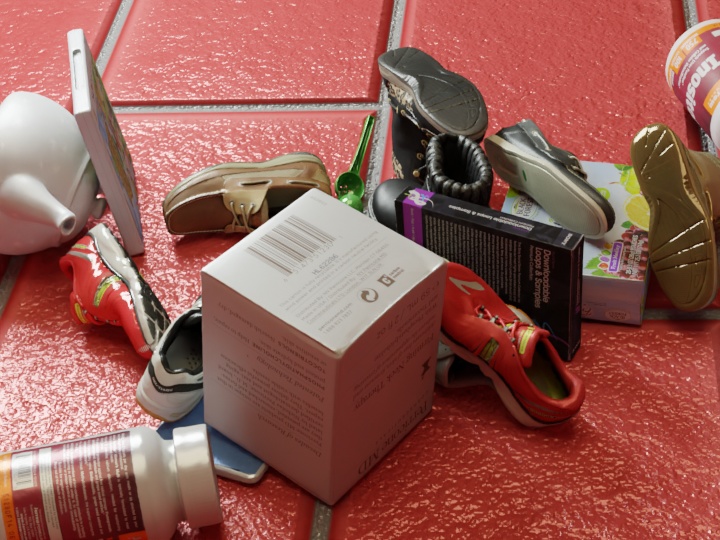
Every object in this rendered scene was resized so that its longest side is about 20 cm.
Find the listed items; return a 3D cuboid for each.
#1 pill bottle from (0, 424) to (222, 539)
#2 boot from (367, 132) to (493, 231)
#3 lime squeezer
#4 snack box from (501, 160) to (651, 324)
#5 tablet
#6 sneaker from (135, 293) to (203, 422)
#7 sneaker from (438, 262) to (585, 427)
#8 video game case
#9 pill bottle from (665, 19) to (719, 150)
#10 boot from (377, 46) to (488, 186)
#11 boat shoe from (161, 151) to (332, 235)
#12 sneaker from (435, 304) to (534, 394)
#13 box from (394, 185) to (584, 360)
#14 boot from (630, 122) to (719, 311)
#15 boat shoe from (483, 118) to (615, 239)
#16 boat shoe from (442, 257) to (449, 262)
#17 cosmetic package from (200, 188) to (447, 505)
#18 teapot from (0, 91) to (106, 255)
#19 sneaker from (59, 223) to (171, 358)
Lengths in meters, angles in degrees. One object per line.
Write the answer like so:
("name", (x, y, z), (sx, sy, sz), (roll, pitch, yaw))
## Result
("pill bottle", (-0.229, 0.202, 1.382), (0.199, 0.110, 0.110), (-10, 39, -5))
("boot", (0.076, -0.085, 1.657), (0.079, 0.159, 0.211), (-25, 43, -22))
("lime squeezer", (-0.002, -0.091, 1.752), (0.071, 0.038, 0.201), (-38, 29, 29))
("snack box", (0.233, -0.036, 1.650), (0.167, 0.068, 0.200), (7, 40, 15))
("tablet", (-0.112, 0.129, 1.534), (0.129, 0.014, 0.200), (14, 42, 23))
("sneaker", (-0.148, 0.062, 1.528), (0.075, 0.088, 0.200), (29, 49, 2))
("sneaker", (0.141, 0.061, 1.449), (0.200, 0.085, 0.077), (45, 63, -7))
("video game case", (-0.290, -0.147, 1.746), (0.022, 0.201, 0.183), (-16, 39, -1))
("pill bottle", (0.445, -0.201, 1.789), (0.112, 0.114, 0.200), (-13, 39, -9))
("boot", (0.085, -0.151, 1.743), (0.073, 0.151, 0.200), (-22, 40, -21))
("boat shoe", (-0.125, -0.080, 1.745), (0.199, 0.076, 0.074), (-17, 43, -13))
("sneaker", (0.073, 0.070, 1.539), (0.199, 0.076, 0.092), (10, 47, 21))
("box", (0.131, 0.002, 1.556), (0.199, 0.144, 0.036), (19, 43, 26))
("boot", (0.358, -0.046, 1.617), (0.073, 0.155, 0.201), (-25, 67, 30))
("boat shoe", (0.210, -0.103, 1.624), (0.067, 0.072, 0.200), (-27, 41, -17))
("boat shoe", (0.000, 0.000, 1.531), (0.199, 0.076, 0.072), (-7, 58, 33))
("cosmetic package", (-0.036, 0.069, 1.433), (0.166, 0.201, 0.167), (29, 48, 26))
("teapot", (-0.357, -0.097, 1.733), (0.145, 0.198, 0.201), (21, 58, -7))
("sneaker", (-0.262, 0.037, 1.623), (0.085, 0.077, 0.200), (-36, 45, -3))
